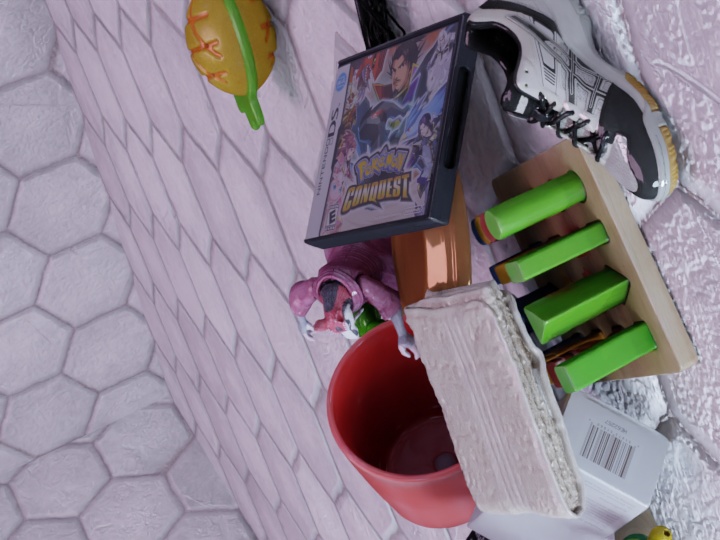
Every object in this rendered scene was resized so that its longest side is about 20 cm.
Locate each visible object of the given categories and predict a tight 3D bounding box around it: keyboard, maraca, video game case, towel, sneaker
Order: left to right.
[{"bbox_3d":[-0.153,-0.264,1.767,0.137,0.106,0.201,-122,16,-48],"label":"maraca"},{"bbox_3d":[0.016,-0.249,1.392,0.201,0.039,0.104,73,-179,-47],"label":"keyboard"},{"bbox_3d":[0.025,-0.117,1.278,0.200,0.025,0.182,-9,67,57],"label":"video game case"},{"bbox_3d":[0.109,0.107,1.195,0.132,0.034,0.201,-11,100,59],"label":"towel"},{"bbox_3d":[0.147,-0.120,1.052,0.200,0.087,0.076,57,160,23],"label":"sneaker"}]

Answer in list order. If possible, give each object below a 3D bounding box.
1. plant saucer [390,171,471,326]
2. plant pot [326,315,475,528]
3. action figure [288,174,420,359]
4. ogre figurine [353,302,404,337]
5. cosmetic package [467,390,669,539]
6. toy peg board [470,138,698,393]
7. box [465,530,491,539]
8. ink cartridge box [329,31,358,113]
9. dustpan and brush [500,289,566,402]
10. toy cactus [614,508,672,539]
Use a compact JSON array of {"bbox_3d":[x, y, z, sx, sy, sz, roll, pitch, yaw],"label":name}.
[{"bbox_3d":[0.059,-0.025,1.308,0.200,0.037,0.202,174,90,-81],"label":"plant saucer"},{"bbox_3d":[0.076,0.175,1.566,0.201,0.200,0.178,53,170,36],"label":"plant pot"},{"bbox_3d":[0.000,0.000,1.405,0.200,0.133,0.150,-58,-32,-64],"label":"action figure"},{"bbox_3d":[0.006,0.003,1.673,0.201,0.098,0.120,57,154,-12],"label":"ogre figurine"},{"bbox_3d":[0.179,0.190,1.285,0.101,0.074,0.200,29,149,-2],"label":"cosmetic package"},{"bbox_3d":[0.154,0.011,1.201,0.201,0.097,0.199,66,164,0],"label":"toy peg board"},{"bbox_3d":[0.198,0.330,1.345,0.198,0.050,0.200,29,-170,-14],"label":"box"},{"bbox_3d":[0.033,-0.128,1.450,0.161,0.050,0.201,46,151,27],"label":"ink cartridge box"},{"bbox_3d":[0.173,0.107,1.319,0.201,0.057,0.140,65,-160,-4],"label":"dustpan and brush"},{"bbox_3d":[0.259,0.267,1.268,0.200,0.102,0.166,47,-156,-38],"label":"toy cactus"}]
